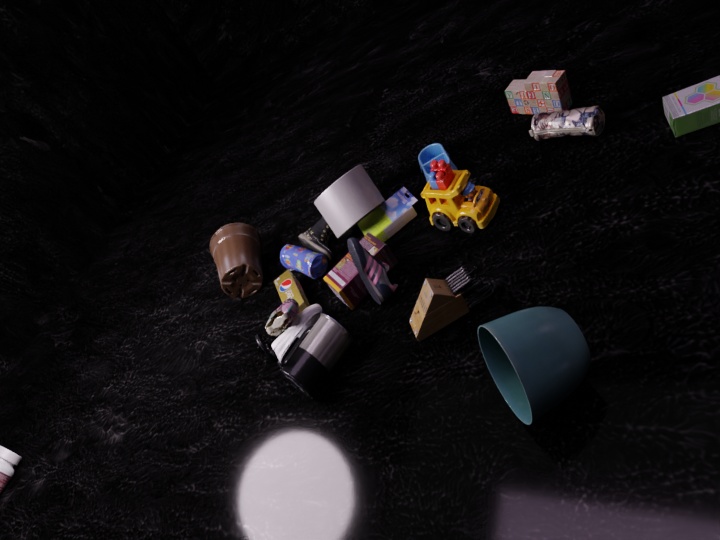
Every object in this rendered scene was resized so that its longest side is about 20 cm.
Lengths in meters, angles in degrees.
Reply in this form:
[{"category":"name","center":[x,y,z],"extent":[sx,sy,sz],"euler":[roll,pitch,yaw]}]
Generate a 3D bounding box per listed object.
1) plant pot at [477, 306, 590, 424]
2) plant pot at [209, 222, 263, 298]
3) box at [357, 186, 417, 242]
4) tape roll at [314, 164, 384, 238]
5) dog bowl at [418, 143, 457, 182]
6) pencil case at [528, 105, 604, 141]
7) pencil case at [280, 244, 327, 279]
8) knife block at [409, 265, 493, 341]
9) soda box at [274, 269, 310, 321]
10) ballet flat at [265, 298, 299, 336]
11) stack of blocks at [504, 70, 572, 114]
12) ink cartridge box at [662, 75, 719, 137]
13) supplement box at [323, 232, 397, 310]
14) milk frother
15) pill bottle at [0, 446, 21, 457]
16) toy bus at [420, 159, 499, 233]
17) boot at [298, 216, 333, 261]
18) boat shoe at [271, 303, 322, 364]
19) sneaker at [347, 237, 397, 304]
[{"category":"plant pot","center":[0.345,0.167,1.025],"extent":[0.156,0.205,0.202],"euler":[-24,37,-4]},{"category":"plant pot","center":[-0.432,-0.025,1.870],"extent":[0.196,0.201,0.202],"euler":[-30,45,8]},{"category":"box","center":[0.092,-0.171,1.689],"extent":[0.198,0.048,0.123],"euler":[-38,37,2]},{"category":"tape roll","center":[-0.035,-0.223,1.702],"extent":[0.200,0.141,0.203],"euler":[-36,3,2]},{"category":"dog bowl","center":[0.250,-0.352,1.742],"extent":[0.109,0.050,0.203],"euler":[-28,39,13]},{"category":"pencil case","center":[0.589,-0.419,1.507],"extent":[0.195,0.080,0.089],"euler":[7,35,42]},{"category":"pencil case","center":[-0.192,-0.029,1.756],"extent":[0.076,0.091,0.197],"euler":[-10,18,-40]},{"category":"knife block","center":[0.231,0.085,1.317],"extent":[0.065,0.169,0.205],"euler":[-110,32,-54]},{"category":"soda box","center":[-0.213,0.084,1.668],"extent":[0.067,0.065,0.201],"euler":[-36,38,1]},{"category":"ballet flat","center":[-0.241,0.152,1.550],"extent":[0.071,0.069,0.200],"euler":[-45,-2,-41]},{"category":"stack of blocks","center":[0.552,-0.556,1.648],"extent":[0.059,0.116,0.197],"euler":[-47,37,-16]},{"category":"ink cartridge box","center":[0.863,-0.415,1.291],"extent":[0.194,0.060,0.106],"euler":[-17,42,26]},{"category":"supplement box","center":[0.000,0.000,1.560],"extent":[0.200,0.086,0.110],"euler":[-45,37,-8]},{"category":"milk frother","center":[-0.153,0.192,1.390],"extent":[0.177,0.202,0.190],"euler":[20,63,41]},{"category":"pill bottle","center":[-1.311,0.741,1.867],"extent":[0.106,0.111,0.204],"euler":[-4,48,36]},{"category":"toy bus","center":[0.269,-0.222,1.479],"extent":[0.196,0.194,0.137],"euler":[12,56,43]},{"category":"boot","center":[-0.116,-0.123,1.794],"extent":[0.153,0.074,0.202],"euler":[-44,37,-11]},{"category":"boat shoe","center":[-0.177,0.187,1.536],"extent":[0.199,0.073,0.068],"euler":[-42,56,-13]},{"category":"sneaker","center":[0.034,-0.013,1.468],"extent":[0.081,0.205,0.070],"euler":[-31,14,-15]}]
